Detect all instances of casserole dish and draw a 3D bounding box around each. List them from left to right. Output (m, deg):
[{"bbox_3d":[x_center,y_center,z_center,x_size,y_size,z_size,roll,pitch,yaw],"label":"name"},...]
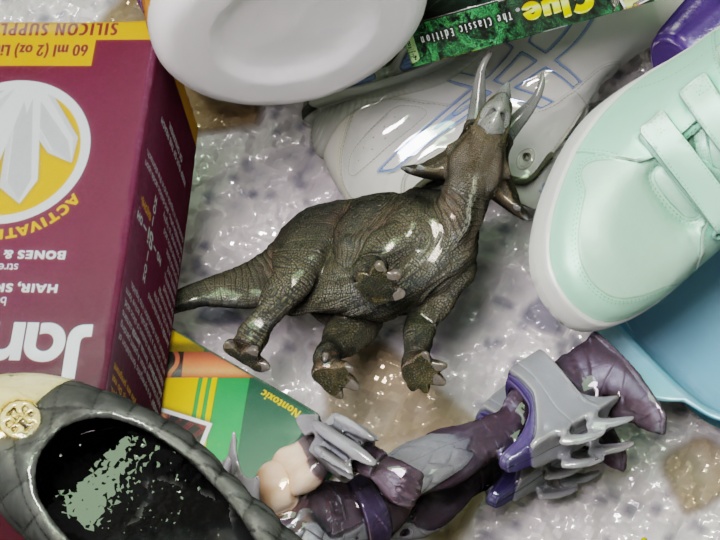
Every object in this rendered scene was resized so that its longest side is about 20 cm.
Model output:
[{"bbox_3d":[0.184,-0.009,1.029,0.200,0.039,0.121,-37,61,-13],"label":"casserole dish"}]

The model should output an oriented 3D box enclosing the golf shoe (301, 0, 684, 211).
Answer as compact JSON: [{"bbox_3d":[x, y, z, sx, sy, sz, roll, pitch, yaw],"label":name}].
[{"bbox_3d":[0.077,-0.075,1.079,0.199,0.078,0.098,-21,79,1],"label":"golf shoe"}]

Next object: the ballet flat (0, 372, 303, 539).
[{"bbox_3d":[-0.064,0.088,0.840,0.199,0.057,0.067,32,74,27],"label":"ballet flat"}]

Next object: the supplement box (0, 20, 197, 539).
[{"bbox_3d":[-0.135,0.005,0.978,0.109,0.086,0.201,0,61,9],"label":"supplement box"}]

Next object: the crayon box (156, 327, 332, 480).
[{"bbox_3d":[-0.140,0.091,1.014,0.199,0.058,0.173,28,68,23],"label":"crayon box"}]

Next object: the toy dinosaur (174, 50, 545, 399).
[{"bbox_3d":[0.000,0.000,1.021,0.199,0.077,0.103,-26,26,34],"label":"toy dinosaur"}]

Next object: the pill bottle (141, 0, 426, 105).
[{"bbox_3d":[-0.046,-0.177,0.993,0.111,0.112,0.201,-15,60,1],"label":"pill bottle"}]

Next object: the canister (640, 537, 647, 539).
[{"bbox_3d":[0.026,0.163,0.893,0.198,0.149,0.087,-5,60,9],"label":"canister"}]

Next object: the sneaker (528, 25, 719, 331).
[{"bbox_3d":[0.151,-0.057,0.946,0.200,0.118,0.074,-46,101,-12],"label":"sneaker"}]

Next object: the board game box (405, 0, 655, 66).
[{"bbox_3d":[0.070,-0.147,1.069,0.104,0.024,0.200,-17,25,11],"label":"board game box"}]

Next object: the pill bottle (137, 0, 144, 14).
[{"bbox_3d":[-0.071,-0.184,1.132,0.112,0.112,0.201,-24,60,-5],"label":"pill bottle"}]

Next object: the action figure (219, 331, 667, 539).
[{"bbox_3d":[0.016,0.089,0.955,0.199,0.130,0.070,-25,61,-19],"label":"action figure"}]

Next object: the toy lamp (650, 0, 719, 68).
[{"bbox_3d":[0.207,-0.134,1.064,0.200,0.058,0.058,-35,60,-24],"label":"toy lamp"}]
